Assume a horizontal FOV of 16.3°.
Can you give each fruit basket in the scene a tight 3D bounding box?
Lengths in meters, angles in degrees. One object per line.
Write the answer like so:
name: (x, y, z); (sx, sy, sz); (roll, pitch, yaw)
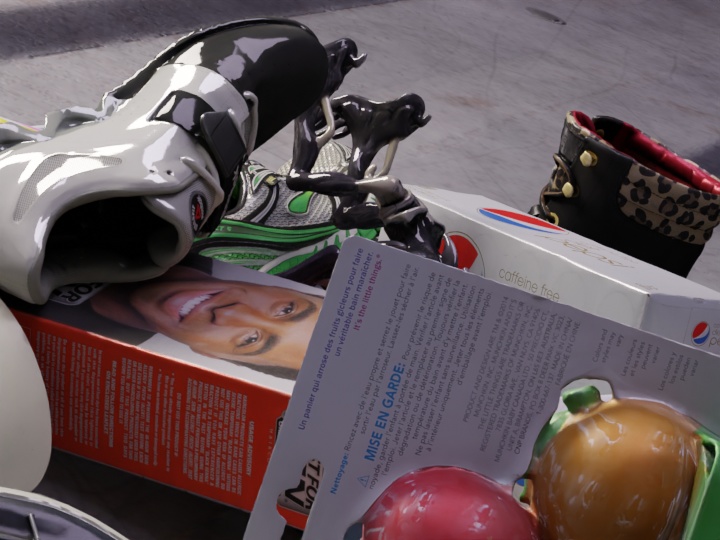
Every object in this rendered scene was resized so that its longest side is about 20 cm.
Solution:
fruit basket: (0.059, 0.104, 0.879); (0.200, 0.186, 0.094); (18, 2, 0)

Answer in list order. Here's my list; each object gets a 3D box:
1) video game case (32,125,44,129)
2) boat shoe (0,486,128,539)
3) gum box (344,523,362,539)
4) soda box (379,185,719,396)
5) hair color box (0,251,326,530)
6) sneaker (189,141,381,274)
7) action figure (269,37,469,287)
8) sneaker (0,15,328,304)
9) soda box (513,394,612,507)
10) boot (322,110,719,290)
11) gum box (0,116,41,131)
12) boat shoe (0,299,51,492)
video game case: (-0.116, -0.039, 1.387); (0.182, 0.022, 0.200); (24, 15, 22)
boat shoe: (-0.087, 0.127, 0.816); (0.200, 0.075, 0.062); (26, 10, 0)
gum box: (0.048, 0.094, 1.135); (0.200, 0.045, 0.170); (9, 19, -36)
soda box: (0.087, 0.017, 1.189); (0.064, 0.068, 0.200); (6, 12, -37)
hair color box: (-0.075, 0.039, 1.043); (0.200, 0.061, 0.101); (16, 26, 22)
sneaker: (-0.047, -0.029, 1.254); (0.078, 0.085, 0.200); (-21, 12, 26)
action figure: (0.000, 0.000, 1.132); (0.119, 0.102, 0.200); (31, 36, -49)
sneaker: (-0.080, -0.038, 1.054); (0.200, 0.074, 0.088); (-30, 48, -27)
soda box: (0.143, 0.095, 1.066); (0.200, 0.064, 0.068); (0, 48, -41)
boot: (0.086, -0.016, 1.326); (0.200, 0.151, 0.073); (27, 22, -1)
gum box: (-0.224, -0.044, 1.209); (0.200, 0.066, 0.114); (18, 17, -7)
boat shoe: (-0.194, 0.018, 0.999); (0.071, 0.063, 0.200); (-28, 75, -41)
